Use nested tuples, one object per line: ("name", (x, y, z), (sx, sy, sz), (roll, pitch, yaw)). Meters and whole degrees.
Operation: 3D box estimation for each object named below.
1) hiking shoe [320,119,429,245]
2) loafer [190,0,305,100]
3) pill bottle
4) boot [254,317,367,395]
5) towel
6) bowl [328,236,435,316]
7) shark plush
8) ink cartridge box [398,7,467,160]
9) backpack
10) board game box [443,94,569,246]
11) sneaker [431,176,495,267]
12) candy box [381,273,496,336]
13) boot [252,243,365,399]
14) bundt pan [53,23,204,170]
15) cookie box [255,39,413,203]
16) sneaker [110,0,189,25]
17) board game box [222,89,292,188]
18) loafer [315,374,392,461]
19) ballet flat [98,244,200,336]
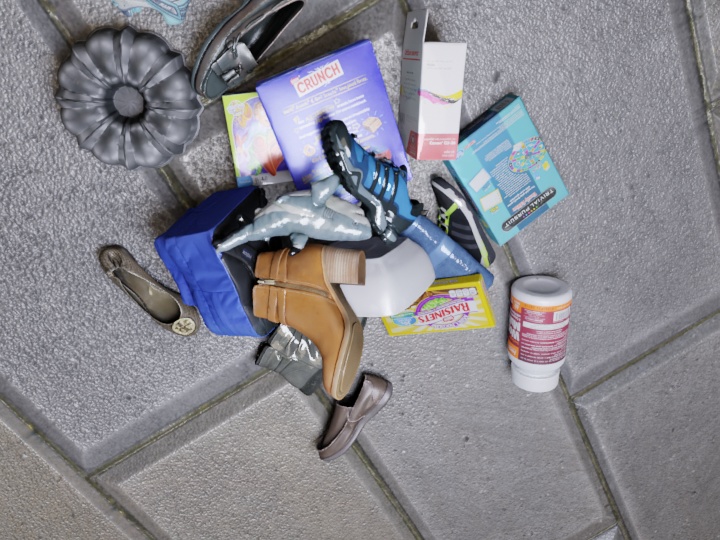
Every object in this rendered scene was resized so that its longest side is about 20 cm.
("hiking shoe", (0.018, -0.132, 0.744), (0.086, 0.074, 0.201), (-38, 127, -4))
("loafer", (-0.154, -0.314, 0.741), (0.063, 0.072, 0.201), (39, 94, 17))
("pill bottle", (0.335, 0.121, 1.023), (0.108, 0.110, 0.202), (-7, 113, -10))
("boot", (-0.089, 0.119, 0.953), (0.130, 0.068, 0.200), (37, 98, -17))
("towel", (0.124, -0.020, 0.920), (0.199, 0.049, 0.111), (38, 136, -14))
("bowl", (0.000, 0.000, 0.831), (0.198, 0.199, 0.076), (0, 107, 28))
("shark plush", (-0.086, -0.059, 0.695), (0.198, 0.091, 0.084), (-12, 76, -25))
("ink cartridge box", (0.104, -0.276, 0.805), (0.067, 0.117, 0.202), (-3, 113, -10))
("backpack", (-0.196, -0.005, 0.825), (0.166, 0.163, 0.201), (-3, 124, 30))
("board game box", (0.244, -0.167, 0.920), (0.150, 0.047, 0.201), (-37, 115, 3))
("sneaker", (0.163, -0.064, 0.930), (0.082, 0.072, 0.201), (-34, 115, 4))
("candy box", (0.125, 0.064, 0.939), (0.198, 0.027, 0.103), (-9, 126, 27))
("boot", (-0.074, 0.064, 0.721), (0.153, 0.074, 0.202), (1, 74, 16))
("bundt pan", (-0.321, -0.232, 0.749), (0.199, 0.076, 0.204), (-5, 113, -12))
("cookie box", (-0.035, -0.200, 0.776), (0.170, 0.075, 0.202), (-23, 116, -4))
("sneaker", (-0.316, -0.375, 0.692), (0.198, 0.078, 0.087), (19, 135, -6))
("board game box", (-0.099, -0.209, 0.825), (0.198, 0.045, 0.136), (-10, 114, -9))
("loafer", (-0.025, 0.272, 1.032), (0.071, 0.073, 0.201), (38, 94, -13))
("ballet flat", (-0.338, 0.041, 0.871), (0.067, 0.046, 0.200), (-37, 115, 4))
